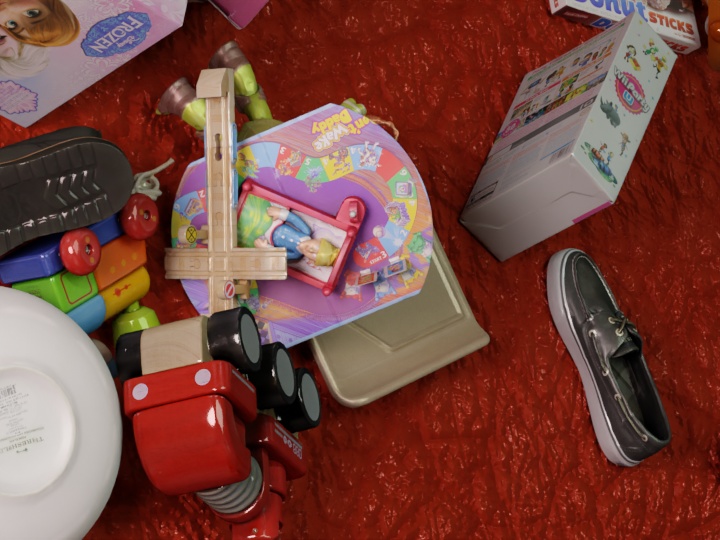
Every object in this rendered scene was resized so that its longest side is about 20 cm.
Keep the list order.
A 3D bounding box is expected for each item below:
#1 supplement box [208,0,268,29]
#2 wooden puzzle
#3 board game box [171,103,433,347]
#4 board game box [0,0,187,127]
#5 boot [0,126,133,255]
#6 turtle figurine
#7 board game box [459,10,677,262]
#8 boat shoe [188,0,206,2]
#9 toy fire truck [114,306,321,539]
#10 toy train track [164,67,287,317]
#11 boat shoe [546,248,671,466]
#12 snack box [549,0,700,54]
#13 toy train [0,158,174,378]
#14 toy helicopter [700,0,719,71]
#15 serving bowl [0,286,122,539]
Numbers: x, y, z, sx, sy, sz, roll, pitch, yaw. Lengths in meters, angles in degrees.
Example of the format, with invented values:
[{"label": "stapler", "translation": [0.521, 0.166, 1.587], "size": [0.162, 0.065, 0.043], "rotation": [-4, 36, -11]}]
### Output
[{"label": "supplement box", "translation": [-0.103, -0.280, 1.719], "size": [0.131, 0.103, 0.200], "rotation": [42, 12, -13]}, {"label": "wooden puzzle", "translation": [0.000, 0.000, 1.815], "size": [0.184, 0.037, 0.201], "rotation": [-22, 82, -46]}, {"label": "board game box", "translation": [-0.046, -0.028, 1.671], "size": [0.039, 0.199, 0.159], "rotation": [-73, 141, -81]}, {"label": "board game box", "translation": [-0.254, -0.190, 1.538], "size": [0.199, 0.199, 0.041], "rotation": [28, 55, -31]}, {"label": "boot", "translation": [-0.263, -0.055, 1.567], "size": [0.198, 0.138, 0.078], "rotation": [-8, 104, -10]}, {"label": "turtle figurine", "translation": [-0.083, -0.087, 1.718], "size": [0.200, 0.064, 0.161], "rotation": [-42, 79, -4]}, {"label": "board game box", "translation": [0.182, -0.118, 1.958], "size": [0.064, 0.147, 0.201], "rotation": [43, 48, -19]}, {"label": "boat shoe", "translation": [-0.182, -0.235, 1.727], "size": [0.074, 0.067, 0.200], "rotation": [49, 15, 27]}, {"label": "toy fire truck", "translation": [-0.108, 0.152, 1.559], "size": [0.176, 0.128, 0.201], "rotation": [50, 31, -58]}, {"label": "toy train track", "translation": [-0.109, -0.048, 1.647], "size": [0.032, 0.114, 0.202], "rotation": [-1, 91, -55]}, {"label": "boat shoe", "translation": [0.223, 0.071, 1.974], "size": [0.068, 0.056, 0.201], "rotation": [-9, 78, -45]}, {"label": "snack box", "translation": [0.255, -0.265, 2.184], "size": [0.199, 0.024, 0.072], "rotation": [10, 64, -41]}, {"label": "toy train", "translation": [-0.171, 0.003, 1.624], "size": [0.200, 0.084, 0.117], "rotation": [-35, 111, -52]}, {"label": "toy helicopter", "translation": [0.343, -0.286, 2.212], "size": [0.200, 0.078, 0.133], "rotation": [34, 52, -47]}, {"label": "serving bowl", "translation": [-0.239, 0.106, 1.471], "size": [0.199, 0.066, 0.202], "rotation": [4, 82, -32]}]
